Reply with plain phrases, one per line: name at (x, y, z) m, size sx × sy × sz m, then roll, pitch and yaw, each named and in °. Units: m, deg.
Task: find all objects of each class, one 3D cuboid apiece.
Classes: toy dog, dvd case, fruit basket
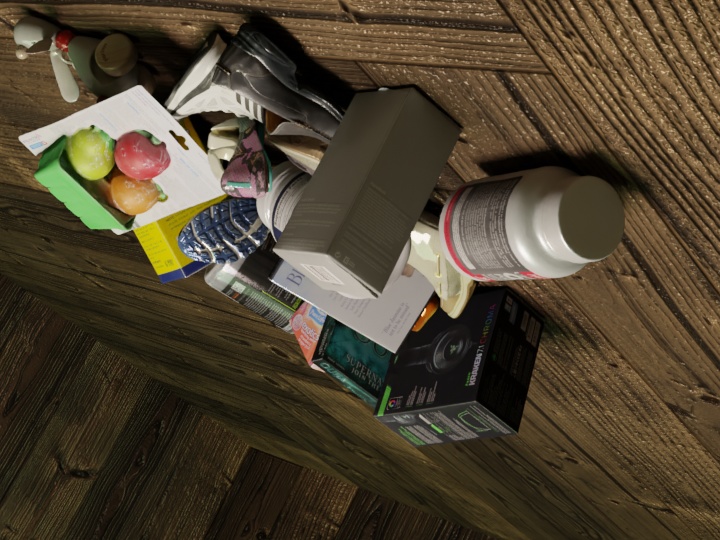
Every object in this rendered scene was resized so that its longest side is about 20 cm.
toy dog at (-0.345, -0.241, 1.662) m, size 0.199 × 0.097 × 0.132 m, roll 13°, pitch 158°, yaw 42°
dvd case at (0.000, 0.000, 1.772) m, size 0.199 × 0.143 × 0.018 m, roll 30°, pitch -171°, yaw -9°
fruit basket at (-0.274, -0.131, 1.614) m, size 0.199 × 0.094 × 0.185 m, roll -22°, pitch 131°, yaw 27°

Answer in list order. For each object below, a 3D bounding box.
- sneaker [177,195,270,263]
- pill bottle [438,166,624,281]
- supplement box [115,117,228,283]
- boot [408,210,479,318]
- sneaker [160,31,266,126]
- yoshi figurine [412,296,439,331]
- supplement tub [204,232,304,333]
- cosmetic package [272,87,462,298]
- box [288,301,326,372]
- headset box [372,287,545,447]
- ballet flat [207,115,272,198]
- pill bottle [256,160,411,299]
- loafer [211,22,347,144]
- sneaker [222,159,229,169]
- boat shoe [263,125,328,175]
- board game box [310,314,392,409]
sneaker at (-0.141, -0.070, 1.712) m, size 0.085 × 0.199 × 0.077 m, roll 16°, pitch 130°, yaw 66°
pill bottle at (0.174, -0.046, 1.379) m, size 0.111 × 0.111 × 0.200 m, roll 34°, pitch 163°, yaw -22°
supplement box at (-0.245, -0.098, 1.768) m, size 0.201 × 0.109 × 0.109 m, roll 62°, pitch 157°, yaw -8°
boot at (0.078, -0.021, 1.695) m, size 0.154 × 0.072 × 0.200 m, roll 25°, pitch 159°, yaw 9°
sneaker at (-0.154, -0.189, 1.544) m, size 0.115 × 0.076 × 0.200 m, roll 33°, pitch 161°, yaw -12°
yoshi figurine at (0.006, 0.002, 1.831) m, size 0.200 × 0.112 × 0.112 m, roll 34°, pitch 170°, yaw -12°
supplement tub at (-0.123, 0.014, 2.047) m, size 0.200 × 0.123 × 0.122 m, roll 32°, pitch 164°, yaw -13°
cosmetic package at (0.008, -0.082, 1.388) m, size 0.090 × 0.201 × 0.107 m, roll 39°, pitch 163°, yaw -30°
box at (0.009, 0.099, 1.991) m, size 0.199 × 0.095 × 0.103 m, roll 21°, pitch -150°, yaw -39°
headset box at (0.127, 0.132, 1.820) m, size 0.199 × 0.175 × 0.093 m, roll -14°, pitch 137°, yaw 45°
ballet flat at (-0.140, -0.136, 1.561) m, size 0.071 × 0.069 × 0.200 m, roll 1°, pitch -155°, yaw -7°
pill bottle at (-0.037, -0.055, 1.597) m, size 0.116 × 0.116 × 0.200 m, roll 41°, pitch 178°, yaw -39°
loafer at (-0.074, -0.173, 1.439) m, size 0.200 × 0.072 × 0.073 m, roll 41°, pitch -178°, yaw -29°
sneaker at (-0.144, -0.116, 1.813) m, size 0.082 × 0.071 × 0.200 m, roll 3°, pitch 163°, yaw -9°
boat shoe at (-0.017, -0.126, 1.534) m, size 0.199 × 0.072 × 0.065 m, roll 25°, pitch 170°, yaw 22°
board game box at (0.025, 0.117, 1.888) m, size 0.028 × 0.136 × 0.200 m, roll -15°, pitch 137°, yaw 43°
